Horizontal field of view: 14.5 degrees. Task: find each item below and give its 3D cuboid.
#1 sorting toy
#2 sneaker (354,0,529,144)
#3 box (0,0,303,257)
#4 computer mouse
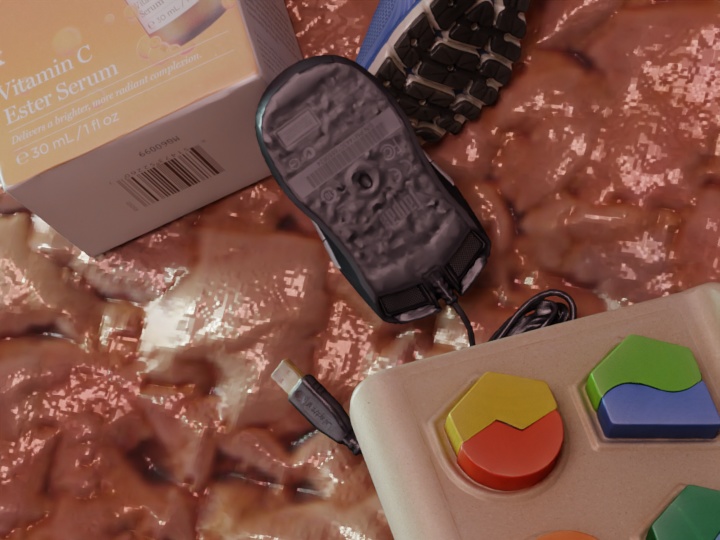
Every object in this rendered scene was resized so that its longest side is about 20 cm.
[{"bbox_3d":[0.115,0.105,1.331,0.199,0.037,0.186,-16,64,-10],"label":"sorting toy"},{"bbox_3d":[0.046,-0.155,1.476,0.089,0.078,0.200,32,91,51],"label":"sneaker"},{"bbox_3d":[-0.126,-0.137,1.509,0.152,0.106,0.201,-25,64,12],"label":"box"},{"bbox_3d":[0.000,0.000,1.425,0.140,0.046,0.200,-41,88,0],"label":"computer mouse"}]
